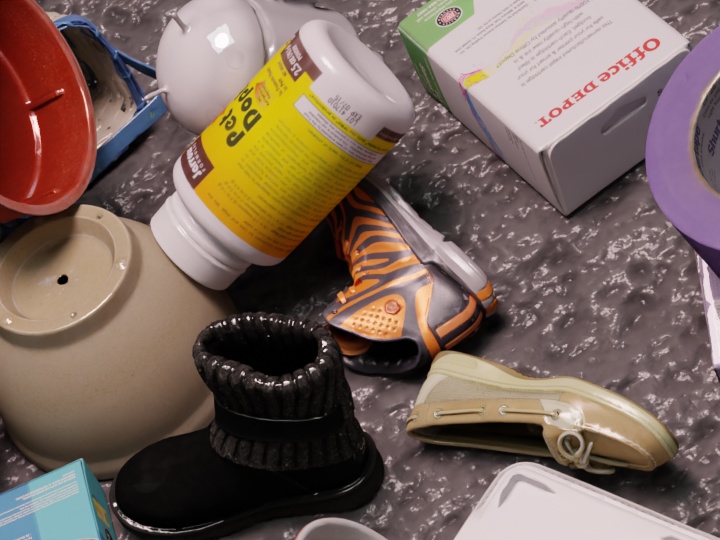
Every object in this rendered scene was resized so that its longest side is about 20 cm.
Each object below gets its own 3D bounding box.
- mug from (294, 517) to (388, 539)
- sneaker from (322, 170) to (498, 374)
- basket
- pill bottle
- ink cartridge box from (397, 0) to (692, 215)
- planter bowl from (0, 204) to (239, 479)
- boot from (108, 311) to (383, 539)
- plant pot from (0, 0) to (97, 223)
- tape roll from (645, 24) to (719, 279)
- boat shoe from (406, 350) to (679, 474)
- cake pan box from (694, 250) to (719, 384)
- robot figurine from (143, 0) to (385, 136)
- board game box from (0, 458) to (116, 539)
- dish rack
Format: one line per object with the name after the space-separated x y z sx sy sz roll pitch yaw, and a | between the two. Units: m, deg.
-0.037 0.277 1.355 0.200 0.177 0.134 -42 18 27 | mug
0.000 0.000 1.617 0.112 0.078 0.200 -39 49 -13 | sneaker
-0.254 -0.117 1.769 0.176 0.139 0.200 -44 42 -9 | basket
-0.062 -0.080 1.604 0.200 0.109 0.109 -45 46 17 | pill bottle
0.147 -0.156 1.679 0.145 0.084 0.200 -36 49 -8 | ink cartridge box
-0.202 0.037 1.630 0.199 0.135 0.201 -11 51 14 | planter bowl
-0.096 0.107 1.515 0.210 0.158 0.080 -13 49 11 | boot
-0.335 -0.100 1.632 0.195 0.201 0.201 -24 44 31 | plant pot
0.294 -0.080 1.430 0.199 0.085 0.201 -18 52 25 | tape roll
0.122 0.109 1.489 0.200 0.073 0.063 15 66 34 | boat shoe
0.323 -0.022 1.499 0.183 0.052 0.201 -12 63 14 | cake pan box
-0.076 -0.154 1.698 0.113 0.199 0.170 22 103 48 | robot figurine
-0.237 0.248 1.533 0.151 0.047 0.200 -23 49 2 | board game box
0.135 0.211 1.418 0.200 0.044 0.172 20 63 34 | dish rack
